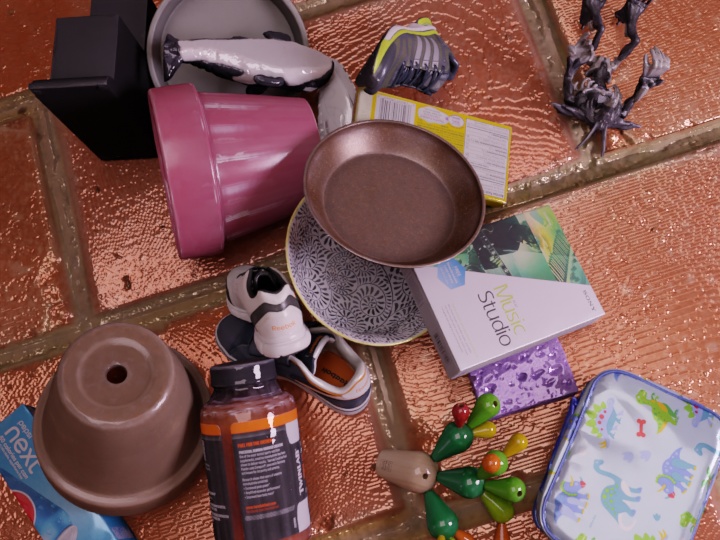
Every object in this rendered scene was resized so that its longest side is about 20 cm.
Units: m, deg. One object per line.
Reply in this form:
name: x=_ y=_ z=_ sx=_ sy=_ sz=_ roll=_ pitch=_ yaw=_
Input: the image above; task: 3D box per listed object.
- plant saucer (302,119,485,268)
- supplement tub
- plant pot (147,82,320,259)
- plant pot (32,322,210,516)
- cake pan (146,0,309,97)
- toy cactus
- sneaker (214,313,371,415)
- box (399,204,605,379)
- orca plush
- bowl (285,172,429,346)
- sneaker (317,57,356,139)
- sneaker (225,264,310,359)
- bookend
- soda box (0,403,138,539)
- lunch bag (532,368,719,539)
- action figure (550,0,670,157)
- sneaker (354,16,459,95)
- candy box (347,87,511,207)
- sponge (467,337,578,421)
plant saucer: x=0.035 y=-0.078 z=0.914 sx=0.199 sy=0.037 sz=0.201 roll=6 pitch=55 yaw=-8
supplement tub: x=-0.114 y=0.197 z=0.906 sx=0.106 sy=0.107 sz=0.201 roll=-7 pitch=90 yaw=5
plant pot: x=-0.143 y=-0.126 z=0.989 sx=0.178 sy=0.200 sz=0.201 roll=-12 pitch=73 yaw=-13
plant pot: x=-0.251 y=0.141 z=0.898 sx=0.199 sy=0.175 sz=0.201 roll=6 pitch=60 yaw=-10
cake pan: x=-0.164 y=-0.270 z=1.057 sx=0.199 sy=0.037 sz=0.201 roll=-2 pitch=103 yaw=-7
toy cactus: x=0.093 y=0.229 z=0.906 sx=0.164 sy=0.102 sz=0.201 roll=7 pitch=95 yaw=25
sneaker: x=-0.076 y=0.089 z=0.963 sx=0.199 sy=0.080 sz=0.079 roll=23 pitch=58 yaw=10
box: x=0.157 y=0.019 z=0.934 sx=0.199 sy=0.036 sz=0.145 roll=-18 pitch=74 yaw=-24
orca plush: x=-0.135 y=-0.230 z=1.015 sx=0.199 sy=0.071 sz=0.105 roll=-7 pitch=50 yaw=-18
bowl: x=0.000 y=0.000 z=0.963 sx=0.200 sy=0.094 sz=0.202 roll=7 pitch=68 yaw=-17
sneaker: x=-0.023 y=-0.170 z=1.040 sx=0.080 sy=0.076 sz=0.201 roll=-25 pitch=73 yaw=5
sneaker: x=-0.107 y=0.023 z=0.944 sx=0.073 sy=0.200 sz=0.080 roll=-18 pitch=114 yaw=-18
bookend: x=-0.307 y=-0.265 z=1.033 sx=0.092 sy=0.200 sz=0.200 roll=-2 pitch=75 yaw=6
soda box: x=-0.344 y=0.252 z=0.964 sx=0.068 sy=0.064 sz=0.200 roll=-40 pitch=73 yaw=-5
lunch bag: x=0.280 y=0.214 z=0.891 sx=0.160 sy=0.082 sz=0.201 roll=23 pitch=78 yaw=11
action figure: x=0.295 y=-0.244 z=1.007 sx=0.118 sy=0.102 sz=0.201 roll=10 pitch=74 yaw=-2
sneaker: x=0.063 y=-0.246 z=1.006 sx=0.081 sy=0.074 sz=0.200 roll=42 pitch=39 yaw=4
candy box: x=0.084 y=-0.145 z=1.003 sx=0.199 sy=0.026 sz=0.103 roll=12 pitch=76 yaw=-15
sponge: x=0.162 y=0.063 z=0.974 sx=0.111 sy=0.030 sz=0.201 roll=-18 pitch=72 yaw=1
